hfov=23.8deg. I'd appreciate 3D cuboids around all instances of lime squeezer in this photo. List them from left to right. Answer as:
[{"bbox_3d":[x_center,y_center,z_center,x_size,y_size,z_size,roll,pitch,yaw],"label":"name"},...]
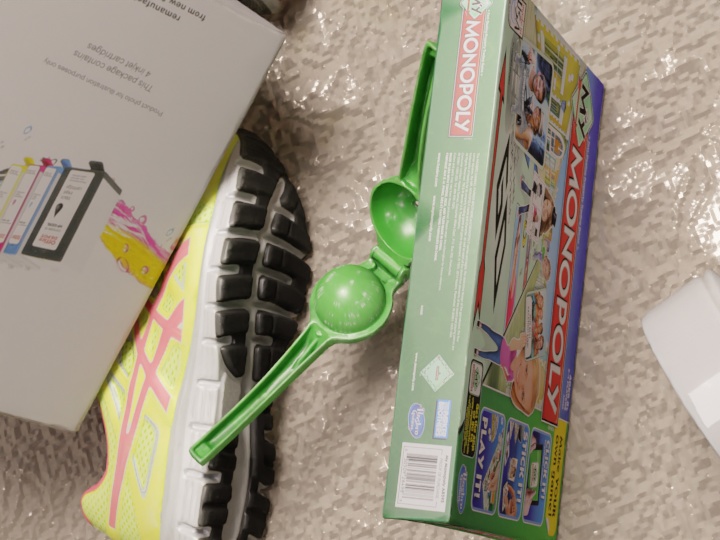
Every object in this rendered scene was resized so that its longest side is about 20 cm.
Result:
[{"bbox_3d":[0.000,0.000,0.707,0.038,0.071,0.201,35,107,10],"label":"lime squeezer"}]

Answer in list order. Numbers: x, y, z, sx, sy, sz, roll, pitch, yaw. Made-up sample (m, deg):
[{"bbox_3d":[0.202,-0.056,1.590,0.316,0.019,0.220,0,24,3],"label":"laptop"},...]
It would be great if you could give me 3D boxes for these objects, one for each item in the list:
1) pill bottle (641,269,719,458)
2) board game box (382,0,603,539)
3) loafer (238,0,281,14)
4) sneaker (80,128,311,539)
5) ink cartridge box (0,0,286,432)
[{"bbox_3d":[0.208,-0.001,0.619,0.199,0.114,0.114,-37,66,13],"label":"pill bottle"},{"bbox_3d":[0.056,0.003,0.676,0.029,0.134,0.202,2,80,25],"label":"board game box"},{"bbox_3d":[-0.096,-0.197,0.832,0.199,0.072,0.063,38,86,30],"label":"loafer"},{"bbox_3d":[-0.083,0.033,0.766,0.089,0.078,0.202,7,81,28],"label":"sneaker"},{"bbox_3d":[-0.161,-0.062,0.740,0.147,0.144,0.201,40,104,49],"label":"ink cartridge box"}]
